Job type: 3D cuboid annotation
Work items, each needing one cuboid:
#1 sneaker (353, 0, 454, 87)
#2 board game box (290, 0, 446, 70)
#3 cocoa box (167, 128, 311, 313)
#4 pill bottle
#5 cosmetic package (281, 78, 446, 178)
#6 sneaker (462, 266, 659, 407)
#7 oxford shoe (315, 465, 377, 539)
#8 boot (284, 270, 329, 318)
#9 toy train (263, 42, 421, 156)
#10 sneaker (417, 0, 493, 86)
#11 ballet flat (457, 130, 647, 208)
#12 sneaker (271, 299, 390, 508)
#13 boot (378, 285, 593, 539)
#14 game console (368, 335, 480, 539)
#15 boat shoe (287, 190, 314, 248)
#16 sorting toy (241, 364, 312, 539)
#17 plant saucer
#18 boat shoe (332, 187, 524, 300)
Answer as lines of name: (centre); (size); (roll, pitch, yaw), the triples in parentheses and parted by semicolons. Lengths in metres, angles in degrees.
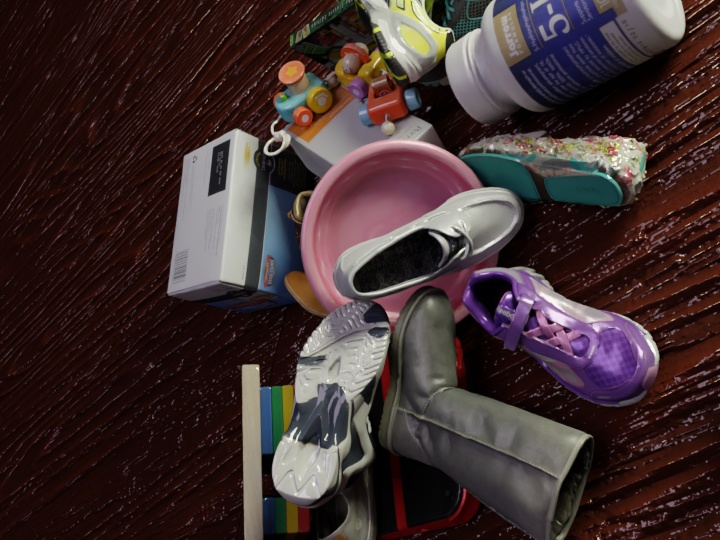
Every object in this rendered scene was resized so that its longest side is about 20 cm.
sneaker: (0.035, -0.289, 0.854); (0.076, 0.075, 0.201); (-25, 73, 3)
board game box: (0.017, -0.299, 0.971); (0.199, 0.104, 0.024); (-20, 66, 44)
cocoa box: (-0.156, -0.058, 1.061); (0.133, 0.131, 0.202); (-13, 68, 45)
pill bottle: (0.182, -0.219, 0.749); (0.199, 0.119, 0.121); (-25, 60, 41)
cosmetic package: (0.004, -0.141, 0.931); (0.101, 0.071, 0.200); (-45, 43, -7)
sneaker: (0.163, 0.051, 0.705); (0.200, 0.088, 0.081); (34, 101, 47)
oxford shoe: (-0.027, 0.200, 0.858); (0.075, 0.057, 0.202); (-37, 50, 42)
boot: (0.000, 0.000, 0.930); (0.145, 0.071, 0.201); (-58, 40, 3)
toy train: (-0.029, -0.204, 0.913); (0.198, 0.056, 0.151); (-12, 46, 22)
sneaker: (0.116, -0.275, 0.856); (0.199, 0.091, 0.078); (-30, 41, 38)
ballet flat: (0.183, -0.101, 0.762); (0.199, 0.076, 0.064); (18, 60, 45)
sneaker: (-0.019, 0.136, 0.785); (0.079, 0.130, 0.201); (10, 69, 11)
boot: (0.111, 0.120, 0.713); (0.199, 0.072, 0.184); (16, 102, 50)
game console: (0.046, 0.171, 0.844); (0.176, 0.031, 0.202); (-31, 55, 44)
boat shoe: (-0.046, -0.066, 0.942); (0.072, 0.072, 0.200); (-46, 12, -12)
sorting toy: (-0.093, 0.225, 0.886); (0.199, 0.069, 0.202); (107, 160, -68)
plant saucer: (0.039, -0.030, 0.814); (0.051, 0.199, 0.202); (-120, 51, -82)
boat shoe: (0.070, -0.024, 0.751); (0.068, 0.198, 0.073); (-149, 43, -75)
